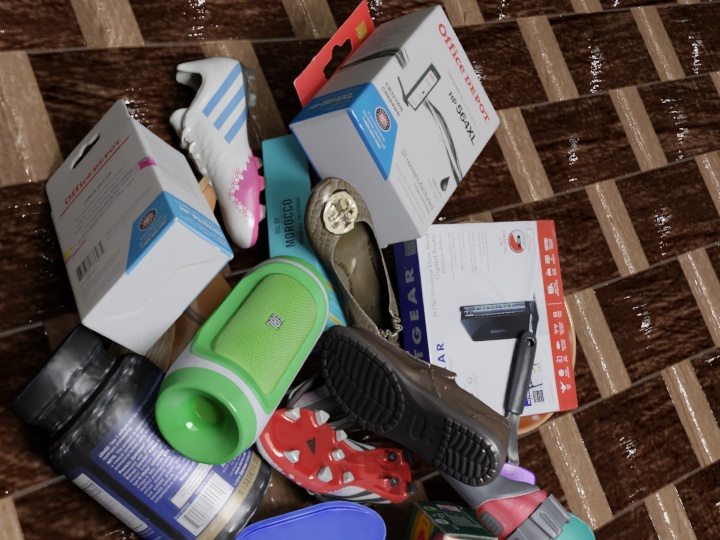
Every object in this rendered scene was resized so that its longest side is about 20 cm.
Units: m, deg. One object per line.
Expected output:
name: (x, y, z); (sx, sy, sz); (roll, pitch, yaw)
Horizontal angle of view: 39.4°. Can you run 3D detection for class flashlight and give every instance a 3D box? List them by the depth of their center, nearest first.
flashlight: (0.104, 0.175, 0.928); (0.200, 0.068, 0.068); (48, 7, 15)

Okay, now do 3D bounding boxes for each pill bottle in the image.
pill bottle: (-0.177, 0.140, 0.810); (0.200, 0.112, 0.112); (43, 53, -12)

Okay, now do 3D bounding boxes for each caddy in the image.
caddy: (-0.048, 0.285, 0.846); (0.198, 0.105, 0.142); (-8, 54, -32)

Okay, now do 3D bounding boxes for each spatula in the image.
spatula: (0.151, 0.154, 0.986); (0.056, 0.021, 0.202); (17, 66, -13)

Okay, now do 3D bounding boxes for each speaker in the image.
speaker: (-0.089, 0.065, 0.812); (0.088, 0.088, 0.200); (46, 32, -9)

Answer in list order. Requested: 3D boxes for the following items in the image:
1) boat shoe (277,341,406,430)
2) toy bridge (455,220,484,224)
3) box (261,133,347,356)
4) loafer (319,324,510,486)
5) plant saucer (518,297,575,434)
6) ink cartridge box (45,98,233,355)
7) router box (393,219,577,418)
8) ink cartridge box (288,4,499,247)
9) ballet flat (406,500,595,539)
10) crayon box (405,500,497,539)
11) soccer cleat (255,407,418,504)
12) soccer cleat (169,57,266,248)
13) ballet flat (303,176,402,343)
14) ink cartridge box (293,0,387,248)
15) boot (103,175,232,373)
boat shoe: (-0.012, 0.117, 0.966); (0.199, 0.057, 0.067); (-27, 87, -38)
toy bridge: (0.129, -0.021, 1.139); (0.198, 0.027, 0.068); (-7, 75, -35)
box: (-0.053, -0.025, 0.978); (0.082, 0.049, 0.203); (43, 38, -66)
loafer: (0.049, 0.114, 0.890); (0.199, 0.074, 0.071); (36, 30, 19)
plant saucer: (0.147, 0.077, 1.089); (0.198, 0.032, 0.203); (5, 79, -27)
ink cartridge box: (-0.191, -0.043, 0.840); (0.068, 0.115, 0.201); (34, 16, -42)
router box: (0.130, 0.053, 1.036); (0.177, 0.049, 0.203); (-4, 84, -29)
ink cartridge box: (0.040, -0.143, 0.981); (0.147, 0.084, 0.201); (57, 47, -25)
ballet flat: (0.134, 0.258, 0.996); (0.198, 0.068, 0.069); (13, 67, -20)
crayon box: (0.065, 0.313, 0.865); (0.050, 0.127, 0.203); (8, 88, -10)
soccer cleat: (-0.032, 0.172, 0.888); (0.199, 0.085, 0.069); (26, 51, -44)
soccer cleat: (-0.142, -0.115, 0.978); (0.085, 0.070, 0.203); (-1, 68, -18)
ballet flat: (0.000, 0.000, 0.932); (0.067, 0.046, 0.201); (-34, 131, -19)
ink cartridge box: (0.016, -0.151, 1.038); (0.162, 0.050, 0.201); (-57, 142, -38)
boot: (-0.132, 0.028, 0.917); (0.154, 0.073, 0.202); (29, 67, -22)
